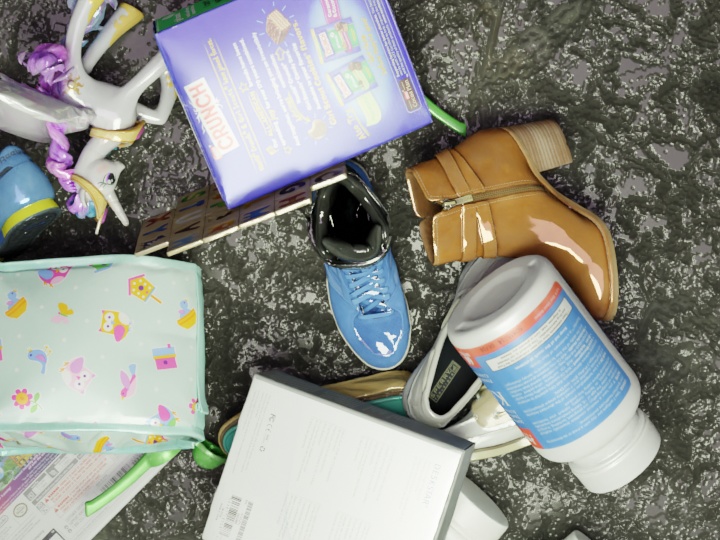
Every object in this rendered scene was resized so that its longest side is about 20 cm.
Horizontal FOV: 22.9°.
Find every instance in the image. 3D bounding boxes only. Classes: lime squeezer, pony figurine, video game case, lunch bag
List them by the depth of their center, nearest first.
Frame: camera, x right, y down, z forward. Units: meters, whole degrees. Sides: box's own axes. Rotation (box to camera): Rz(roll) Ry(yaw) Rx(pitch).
[{"bbox_3d":[-0.256,-0.158,1.595,0.192,0.166,0.201,29,82,-9],"label":"pony figurine"},{"bbox_3d":[-0.236,0.078,1.600,0.198,0.122,0.172,-1,72,-1],"label":"lunch bag"},{"bbox_3d":[-0.001,-0.163,1.624,0.198,0.038,0.071,1,109,-7],"label":"lime squeezer"},{"bbox_3d":[-0.157,0.185,1.652,0.198,0.038,0.071,-4,87,-13],"label":"lime squeezer"},{"bbox_3d":[-0.308,0.180,1.691,0.200,0.023,0.182,-44,94,8],"label":"video game case"}]

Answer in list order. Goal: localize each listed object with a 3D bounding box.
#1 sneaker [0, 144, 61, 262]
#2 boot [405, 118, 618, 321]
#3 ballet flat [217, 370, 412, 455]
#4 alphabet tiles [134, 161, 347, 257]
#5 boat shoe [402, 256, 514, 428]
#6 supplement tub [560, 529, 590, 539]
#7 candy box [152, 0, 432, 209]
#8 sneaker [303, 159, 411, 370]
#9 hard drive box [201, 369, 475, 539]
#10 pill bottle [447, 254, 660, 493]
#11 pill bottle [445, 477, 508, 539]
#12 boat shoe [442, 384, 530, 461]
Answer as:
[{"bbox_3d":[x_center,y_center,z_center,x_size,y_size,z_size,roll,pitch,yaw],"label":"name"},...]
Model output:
[{"bbox_3d":[-0.333,-0.051,1.601,0.066,0.200,0.079,-25,84,-37],"label":"sneaker"},{"bbox_3d":[0.136,-0.030,1.586,0.154,0.077,0.202,-19,87,-20],"label":"boot"},{"bbox_3d":[-0.035,0.135,1.653,0.198,0.063,0.069,-9,120,-2],"label":"ballet flat"},{"bbox_3d":[-0.106,-0.063,1.579,0.198,0.167,0.006,-20,108,5],"label":"alphabet tiles"},{"bbox_3d":[0.105,0.053,1.608,0.072,0.066,0.201,38,75,-8],"label":"boat shoe"},{"bbox_3d":[0.165,0.351,1.630,0.200,0.145,0.145,-44,94,7],"label":"supplement tub"},{"bbox_3d":[-0.061,-0.174,1.555,0.198,0.077,0.170,-23,106,-2],"label":"candy box"},{"bbox_3d":[-0.001,0.000,1.609,0.076,0.111,0.202,-11,97,4],"label":"sneaker"},{"bbox_3d":[-0.018,0.194,1.559,0.198,0.077,0.157,20,94,11],"label":"hard drive box"},{"bbox_3d":[0.174,0.095,1.543,0.112,0.112,0.200,-37,107,6],"label":"pill bottle"},{"bbox_3d":[0.042,0.281,1.643,0.111,0.111,0.200,41,98,-3],"label":"pill bottle"},{"bbox_3d":[0.133,0.135,1.646,0.198,0.075,0.069,-13,87,0],"label":"boat shoe"}]
